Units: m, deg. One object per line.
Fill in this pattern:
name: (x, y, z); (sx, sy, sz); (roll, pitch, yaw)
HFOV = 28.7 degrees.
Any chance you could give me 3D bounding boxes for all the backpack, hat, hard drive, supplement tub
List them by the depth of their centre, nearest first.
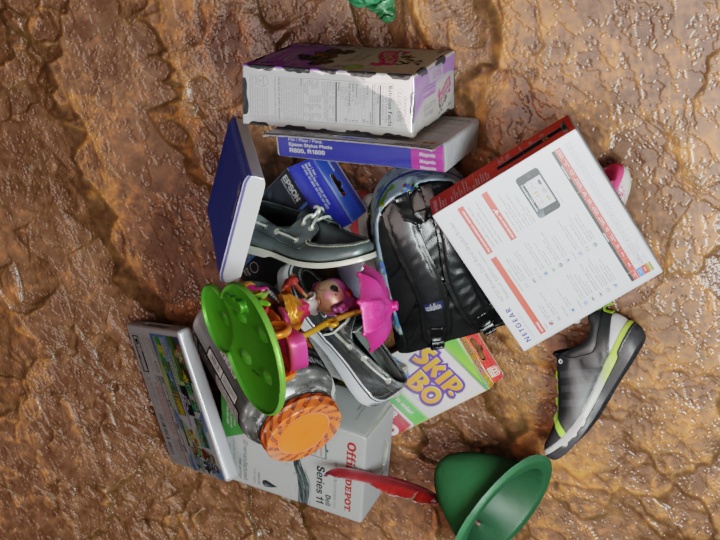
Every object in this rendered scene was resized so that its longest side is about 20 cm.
backpack: (0.083, -0.029, 1.622); (0.163, 0.154, 0.200); (-19, 128, 9)
supplement tub: (-0.108, 0.119, 1.659); (0.123, 0.122, 0.200); (-53, 51, 25)
hard drive: (-0.149, -0.086, 1.664); (0.025, 0.200, 0.132); (11, 112, -15)
hat: (0.108, 0.239, 1.706); (0.176, 0.200, 0.166); (39, 101, 29)

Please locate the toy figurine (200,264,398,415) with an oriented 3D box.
toy figurine: (-0.055, 0.052, 1.572); (0.200, 0.184, 0.151); (33, 135, 53)

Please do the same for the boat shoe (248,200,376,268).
boat shoe: (-0.064, -0.044, 1.614); (0.200, 0.073, 0.062); (10, 109, 43)

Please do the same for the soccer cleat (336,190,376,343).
soccer cleat: (0.000, 0.000, 1.712); (0.073, 0.068, 0.201); (13, 112, 36)

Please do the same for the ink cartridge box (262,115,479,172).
ink cartridge box: (0.015, -0.144, 1.581); (0.196, 0.200, 0.043); (7, 108, 18)

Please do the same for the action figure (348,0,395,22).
action figure: (-0.003, -0.374, 1.598); (0.118, 0.055, 0.200); (-15, 107, 21)

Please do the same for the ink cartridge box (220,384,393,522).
ink cartridge box: (-0.068, 0.211, 1.760); (0.199, 0.083, 0.147); (15, 126, 18)

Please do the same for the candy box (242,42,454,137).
candy box: (-0.009, -0.206, 1.588); (0.199, 0.168, 0.072); (6, 109, 18)

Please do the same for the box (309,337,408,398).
box: (-0.038, 0.105, 1.746); (0.200, 0.039, 0.042); (19, 102, 22)

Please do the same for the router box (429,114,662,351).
router box: (0.202, -0.038, 1.536); (0.179, 0.049, 0.200); (-30, 112, 12)

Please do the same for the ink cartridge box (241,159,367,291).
ink cartridge box: (-0.085, -0.055, 1.699); (0.200, 0.039, 0.100); (-43, 74, 36)

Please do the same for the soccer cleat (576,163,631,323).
soccer cleat: (0.264, -0.028, 1.610); (0.086, 0.070, 0.200); (25, 111, -16)

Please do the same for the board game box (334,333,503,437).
board game box: (0.071, 0.137, 1.743); (0.200, 0.030, 0.096); (-30, 95, 22)

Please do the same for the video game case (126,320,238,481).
video game case: (-0.229, 0.163, 1.800); (0.182, 0.022, 0.201); (2, 111, 61)

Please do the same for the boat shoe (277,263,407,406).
boat shoe: (-0.019, 0.065, 1.655); (0.068, 0.074, 0.200); (-36, 85, 37)

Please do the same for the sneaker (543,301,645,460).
sneaker: (0.258, 0.126, 1.656); (0.083, 0.072, 0.200); (33, 107, 15)
